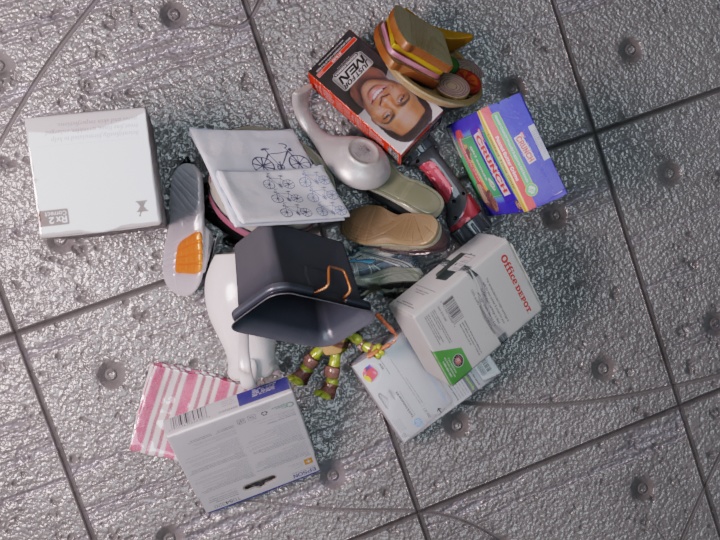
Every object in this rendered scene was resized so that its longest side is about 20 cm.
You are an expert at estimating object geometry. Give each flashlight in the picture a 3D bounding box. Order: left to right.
[{"bbox_3d":[0.129,-0.135,1.482,0.068,0.068,0.200,-36,96,33],"label":"flashlight"}]

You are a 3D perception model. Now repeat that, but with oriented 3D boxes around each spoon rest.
[{"bbox_3d":[-0.034,-0.202,1.432,0.099,0.061,0.200,-34,76,-33],"label":"spoon rest"}]

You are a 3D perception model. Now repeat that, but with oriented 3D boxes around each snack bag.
[{"bbox_3d":[-0.133,-0.143,1.331,0.188,0.021,0.200,-6,53,-35],"label":"snack bag"}]

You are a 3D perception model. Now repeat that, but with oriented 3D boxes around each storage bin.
[{"bbox_3d":[-0.086,0.012,1.315,0.200,0.145,0.135,14,53,-43],"label":"storage bin"}]

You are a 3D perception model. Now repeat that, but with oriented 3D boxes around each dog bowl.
[{"bbox_3d":[-0.141,-0.125,1.380,0.200,0.200,0.074,23,131,-10],"label":"dog bowl"}]

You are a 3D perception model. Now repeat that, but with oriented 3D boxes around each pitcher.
[{"bbox_3d":[-0.172,0.072,1.375,0.121,0.172,0.201,-6,93,-5],"label":"pitcher"}]

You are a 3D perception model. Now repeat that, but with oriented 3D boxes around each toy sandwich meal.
[{"bbox_3d":[0.114,-0.337,1.422,0.205,0.205,0.070,27,131,-10],"label":"toy sandwich meal"}]

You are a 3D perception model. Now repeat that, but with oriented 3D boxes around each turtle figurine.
[{"bbox_3d":[-0.055,0.112,1.446,0.200,0.064,0.162,25,96,2],"label":"turtle figurine"}]

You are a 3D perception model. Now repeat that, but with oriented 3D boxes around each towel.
[{"bbox_3d":[-0.249,0.234,1.436,0.200,0.030,0.147,15,89,-11],"label":"towel"}]

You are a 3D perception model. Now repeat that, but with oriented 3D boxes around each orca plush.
[{"bbox_3d":[-0.198,-0.104,1.416,0.200,0.071,0.105,44,84,-8],"label":"orca plush"}]

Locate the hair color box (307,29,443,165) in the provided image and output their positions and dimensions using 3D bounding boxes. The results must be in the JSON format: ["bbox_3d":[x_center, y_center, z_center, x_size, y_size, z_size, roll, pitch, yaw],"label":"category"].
[{"bbox_3d":[0.023,-0.272,1.434,0.200,0.061,0.102,42,83,7],"label":"hair color box"}]

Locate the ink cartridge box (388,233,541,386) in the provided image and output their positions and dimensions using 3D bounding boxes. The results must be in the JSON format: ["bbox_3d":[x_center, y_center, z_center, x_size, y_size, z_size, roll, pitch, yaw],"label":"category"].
[{"bbox_3d":[0.166,0.057,1.424,0.200,0.083,0.147,-37,115,-16],"label":"ink cartridge box"}]

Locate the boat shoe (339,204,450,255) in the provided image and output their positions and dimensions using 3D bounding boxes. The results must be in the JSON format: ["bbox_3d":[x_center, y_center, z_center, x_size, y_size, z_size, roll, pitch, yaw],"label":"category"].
[{"bbox_3d":[0.053,-0.056,1.420,0.065,0.200,0.072,42,65,-41],"label":"boat shoe"}]

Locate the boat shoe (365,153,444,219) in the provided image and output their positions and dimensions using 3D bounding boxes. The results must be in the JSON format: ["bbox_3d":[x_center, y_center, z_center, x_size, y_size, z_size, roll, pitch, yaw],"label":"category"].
[{"bbox_3d":[0.043,-0.133,1.462,0.199,0.066,0.075,30,63,12],"label":"boat shoe"}]

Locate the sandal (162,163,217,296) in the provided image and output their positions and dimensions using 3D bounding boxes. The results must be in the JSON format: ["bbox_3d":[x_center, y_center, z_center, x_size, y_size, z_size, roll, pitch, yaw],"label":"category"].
[{"bbox_3d":[-0.252,-0.061,1.403,0.079,0.059,0.207,16,106,30],"label":"sandal"}]

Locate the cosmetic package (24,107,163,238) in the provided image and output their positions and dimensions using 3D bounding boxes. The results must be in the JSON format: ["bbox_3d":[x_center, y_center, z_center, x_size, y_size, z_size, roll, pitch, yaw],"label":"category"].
[{"bbox_3d":[-0.375,-0.134,1.318,0.164,0.200,0.165,-8,93,-11],"label":"cosmetic package"}]

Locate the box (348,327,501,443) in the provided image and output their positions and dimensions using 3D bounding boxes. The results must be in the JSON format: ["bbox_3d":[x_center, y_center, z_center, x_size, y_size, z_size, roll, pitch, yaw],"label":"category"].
[{"bbox_3d":[0.107,0.160,1.494,0.200,0.041,0.156,-35,96,-9],"label":"box"}]

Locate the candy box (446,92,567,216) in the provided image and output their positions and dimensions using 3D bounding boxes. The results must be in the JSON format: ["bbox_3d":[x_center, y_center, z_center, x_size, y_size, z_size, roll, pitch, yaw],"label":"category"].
[{"bbox_3d":[0.223,-0.175,1.427,0.077,0.200,0.169,-27,95,-9],"label":"candy box"}]

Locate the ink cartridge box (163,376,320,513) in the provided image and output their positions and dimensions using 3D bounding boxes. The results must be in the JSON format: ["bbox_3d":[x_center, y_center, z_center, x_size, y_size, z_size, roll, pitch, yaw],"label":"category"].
[{"bbox_3d":[-0.177,0.269,1.399,0.196,0.043,0.200,-19,132,-7],"label":"ink cartridge box"}]

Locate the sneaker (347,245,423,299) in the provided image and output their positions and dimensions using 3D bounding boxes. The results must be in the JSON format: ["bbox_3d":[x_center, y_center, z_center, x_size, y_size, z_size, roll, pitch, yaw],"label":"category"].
[{"bbox_3d":[0.000,0.000,1.465,0.199,0.078,0.087,-2,62,-2],"label":"sneaker"}]
